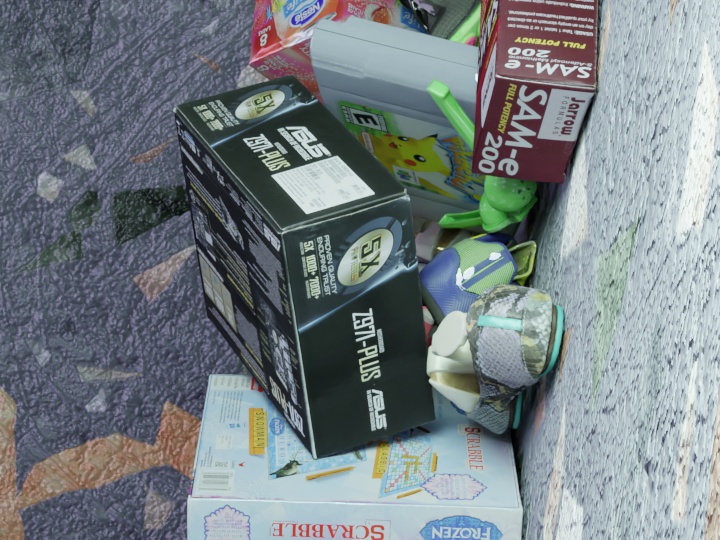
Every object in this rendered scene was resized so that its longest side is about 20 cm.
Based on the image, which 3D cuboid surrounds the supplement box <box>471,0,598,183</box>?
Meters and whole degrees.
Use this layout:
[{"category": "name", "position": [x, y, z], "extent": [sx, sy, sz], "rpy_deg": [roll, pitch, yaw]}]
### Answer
[{"category": "supplement box", "position": [0.104, -0.165, 1.411], "extent": [0.109, 0.061, 0.200], "rpy_deg": [101, 174, -61]}]

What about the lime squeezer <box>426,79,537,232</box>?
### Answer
[{"category": "lime squeezer", "position": [0.075, -0.050, 1.497], "extent": [0.200, 0.070, 0.038], "rpy_deg": [80, -153, -68]}]

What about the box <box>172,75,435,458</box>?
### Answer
[{"category": "box", "position": [-0.036, -0.006, 1.516], "extent": [0.200, 0.086, 0.164], "rpy_deg": [-133, 30, -56]}]

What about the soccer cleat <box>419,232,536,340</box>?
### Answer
[{"category": "soccer cleat", "position": [0.085, 0.011, 1.561], "extent": [0.065, 0.084, 0.200], "rpy_deg": [57, -171, 6]}]

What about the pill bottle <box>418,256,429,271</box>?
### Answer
[{"category": "pill bottle", "position": [0.040, 0.045, 1.784], "extent": [0.200, 0.111, 0.112], "rpy_deg": [-100, 17, -81]}]

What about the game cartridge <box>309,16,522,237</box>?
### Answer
[{"category": "game cartridge", "position": [0.046, -0.086, 1.546], "extent": [0.200, 0.133, 0.041], "rpy_deg": [70, -145, -61]}]

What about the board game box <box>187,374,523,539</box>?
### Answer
[{"category": "board game box", "position": [-0.003, 0.122, 1.510], "extent": [0.200, 0.199, 0.041], "rpy_deg": [-87, -1, -70]}]

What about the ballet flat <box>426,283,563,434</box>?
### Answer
[{"category": "ballet flat", "position": [0.074, 0.050, 1.438], "extent": [0.200, 0.072, 0.072], "rpy_deg": [103, 173, -74]}]

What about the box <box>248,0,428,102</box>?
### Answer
[{"category": "box", "position": [0.019, -0.158, 1.767], "extent": [0.200, 0.095, 0.100], "rpy_deg": [33, -130, -40]}]

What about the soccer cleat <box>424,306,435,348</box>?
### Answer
[{"category": "soccer cleat", "position": [0.000, 0.000, 1.661], "extent": [0.200, 0.067, 0.077], "rpy_deg": [-114, 33, -43]}]

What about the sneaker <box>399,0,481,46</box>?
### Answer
[{"category": "sneaker", "position": [0.055, -0.189, 1.680], "extent": [0.200, 0.084, 0.077], "rpy_deg": [-83, 0, -52]}]

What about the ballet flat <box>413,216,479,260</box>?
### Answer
[{"category": "ballet flat", "position": [0.055, -0.045, 1.726], "extent": [0.200, 0.071, 0.071], "rpy_deg": [74, -162, -58]}]
